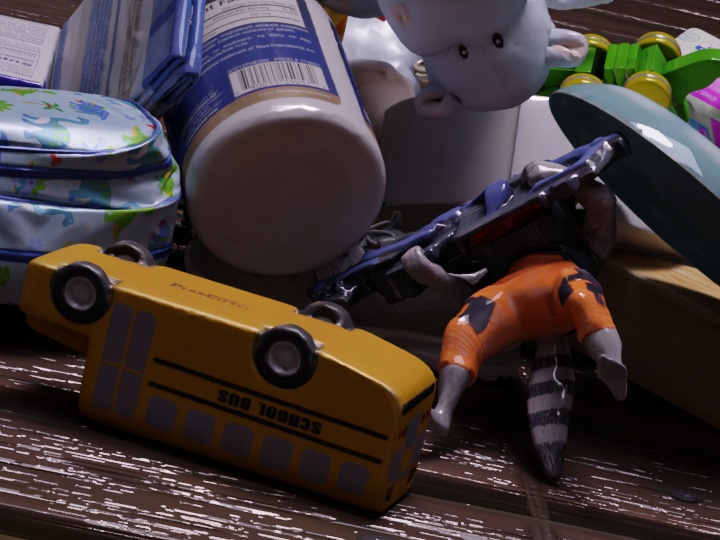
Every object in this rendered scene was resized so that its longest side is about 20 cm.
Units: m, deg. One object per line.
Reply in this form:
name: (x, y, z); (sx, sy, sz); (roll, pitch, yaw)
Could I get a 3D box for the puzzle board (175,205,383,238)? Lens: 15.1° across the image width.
puzzle board: (-0.027, -0.016, 1.726); (0.200, 0.017, 0.151); (22, 16, 31)

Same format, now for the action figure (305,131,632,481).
action figure: (0.071, 0.021, 1.447); (0.200, 0.105, 0.194); (-24, 29, 26)

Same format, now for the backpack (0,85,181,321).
backpack: (-0.194, -0.035, 1.439); (0.200, 0.154, 0.163); (21, 4, -19)

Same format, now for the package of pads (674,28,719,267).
package of pads: (0.250, -0.046, 1.746); (0.068, 0.200, 0.155); (-29, 29, -14)

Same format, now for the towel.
towel: (-0.133, -0.126, 1.555); (0.024, 0.147, 0.200); (18, -33, -23)

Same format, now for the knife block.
knife block: (0.210, 0.052, 1.573); (0.200, 0.064, 0.176); (15, 13, 6)

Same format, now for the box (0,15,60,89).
box: (-0.283, -0.102, 1.647); (0.184, 0.105, 0.200); (12, 13, -6)

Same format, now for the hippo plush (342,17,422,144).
hippo plush: (0.032, -0.136, 1.848); (0.161, 0.159, 0.200); (-36, 47, -16)

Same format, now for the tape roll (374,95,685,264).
tape roll: (0.109, -0.053, 1.681); (0.202, 0.071, 0.202); (8, -9, 1)

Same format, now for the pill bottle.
pill bottle: (-0.058, -0.096, 1.534); (0.111, 0.111, 0.200); (8, 33, -19)

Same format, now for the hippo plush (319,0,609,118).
hippo plush: (0.044, -0.155, 1.561); (0.159, 0.200, 0.161); (-18, 41, 16)

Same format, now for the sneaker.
sneaker: (0.000, 0.000, 1.549); (0.200, 0.082, 0.075); (12, 14, -4)

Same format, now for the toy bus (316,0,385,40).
toy bus: (-0.037, -0.198, 1.719); (0.192, 0.200, 0.136); (28, 36, -12)

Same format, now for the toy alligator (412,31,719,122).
toy alligator: (0.133, -0.109, 1.678); (0.200, 0.054, 0.059); (-1, 35, 14)

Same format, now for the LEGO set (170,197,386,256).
LEGO set: (-0.082, -0.080, 1.650); (0.200, 0.116, 0.154); (6, 23, -2)

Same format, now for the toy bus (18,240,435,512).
toy bus: (-0.067, 0.047, 1.315); (0.200, 0.078, 0.065); (17, 15, 14)

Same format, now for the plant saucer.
plant saucer: (0.187, -0.038, 1.497); (0.200, 0.027, 0.200); (42, -5, 4)
